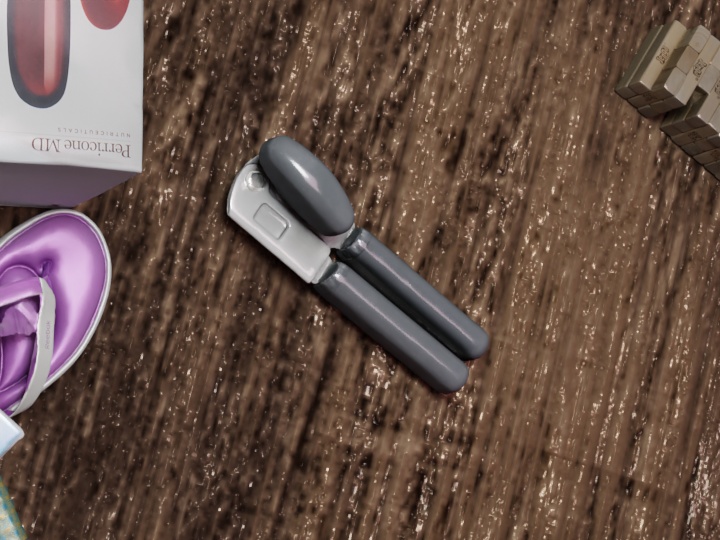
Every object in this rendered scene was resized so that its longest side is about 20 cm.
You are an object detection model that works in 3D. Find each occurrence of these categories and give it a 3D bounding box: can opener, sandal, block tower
[{"bbox_3d":[0.000,0.000,1.730,0.200,0.066,0.053,42,68,-19],"label":"can opener"},{"bbox_3d":[-0.212,0.049,1.634,0.082,0.050,0.203,44,71,-13],"label":"sandal"},{"bbox_3d":[0.264,-0.081,1.858,0.200,0.054,0.058,37,71,-15],"label":"block tower"}]

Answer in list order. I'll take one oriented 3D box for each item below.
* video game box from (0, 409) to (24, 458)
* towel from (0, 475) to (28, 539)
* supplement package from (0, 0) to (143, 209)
[{"bbox_3d":[-0.319,0.089,1.554,0.200,0.047,0.182,43,85,-6],"label":"video game box"},{"bbox_3d":[-0.258,0.174,1.596,0.146,0.022,0.201,-23,93,-8],"label":"towel"},{"bbox_3d":[-0.232,-0.148,1.597,0.190,0.147,0.201,2,82,-23],"label":"supplement package"}]
